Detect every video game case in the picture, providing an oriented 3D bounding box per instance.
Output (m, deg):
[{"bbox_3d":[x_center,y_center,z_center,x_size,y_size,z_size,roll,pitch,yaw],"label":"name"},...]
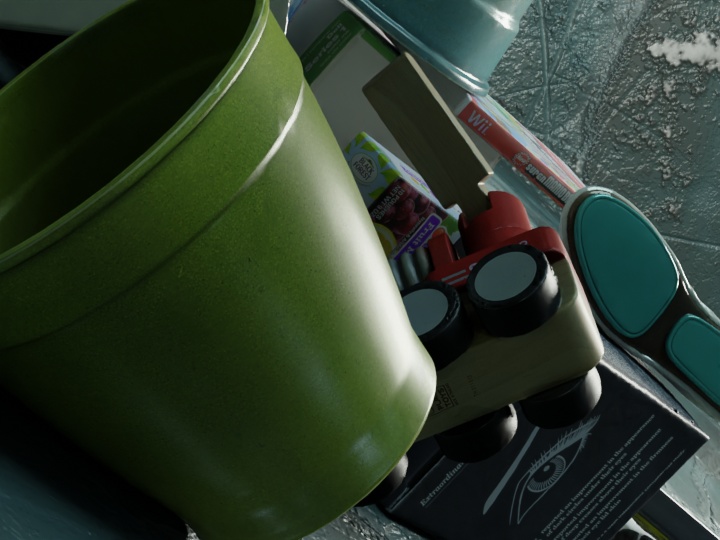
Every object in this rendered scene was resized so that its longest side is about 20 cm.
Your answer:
[{"bbox_3d":[0.104,-0.089,1.613,0.200,0.017,0.143,38,10,-35],"label":"video game case"},{"bbox_3d":[0.144,0.129,1.700,0.200,0.026,0.180,40,-9,-27],"label":"video game case"}]

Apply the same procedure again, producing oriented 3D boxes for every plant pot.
[{"bbox_3d":[-0.069,0.011,1.000,0.193,0.200,0.201,53,4,-24],"label":"plant pot"},{"bbox_3d":[0.066,-0.251,1.527,0.200,0.196,0.200,39,10,-8],"label":"plant pot"}]

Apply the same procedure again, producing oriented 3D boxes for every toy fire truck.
[{"bbox_3d":[0.023,-0.002,1.291,0.201,0.175,0.129,-102,167,-51],"label":"toy fire truck"}]

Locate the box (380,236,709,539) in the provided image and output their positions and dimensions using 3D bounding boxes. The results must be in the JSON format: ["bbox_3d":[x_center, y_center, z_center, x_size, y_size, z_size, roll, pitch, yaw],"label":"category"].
[{"bbox_3d":[0.092,0.090,1.423,0.200,0.148,0.104,35,13,-49],"label":"box"}]

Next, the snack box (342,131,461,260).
[{"bbox_3d":[0.021,0.021,1.431,0.200,0.142,0.053,35,12,-47],"label":"snack box"}]

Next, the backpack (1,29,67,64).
[{"bbox_3d":[-0.154,-0.197,1.582,0.167,0.127,0.200,51,37,4],"label":"backpack"}]

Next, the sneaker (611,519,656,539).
[{"bbox_3d":[0.182,0.208,1.550,0.081,0.074,0.200,43,10,-29],"label":"sneaker"}]

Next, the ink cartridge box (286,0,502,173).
[{"bbox_3d":[-0.002,-0.127,1.665,0.145,0.084,0.200,39,7,-26],"label":"ink cartridge box"}]

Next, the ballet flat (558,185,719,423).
[{"bbox_3d":[0.178,0.025,1.468,0.200,0.069,0.070,45,8,-22],"label":"ballet flat"}]

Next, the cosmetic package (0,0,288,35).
[{"bbox_3d":[-0.147,-0.183,1.404,0.198,0.088,0.103,5,8,-19],"label":"cosmetic package"}]
